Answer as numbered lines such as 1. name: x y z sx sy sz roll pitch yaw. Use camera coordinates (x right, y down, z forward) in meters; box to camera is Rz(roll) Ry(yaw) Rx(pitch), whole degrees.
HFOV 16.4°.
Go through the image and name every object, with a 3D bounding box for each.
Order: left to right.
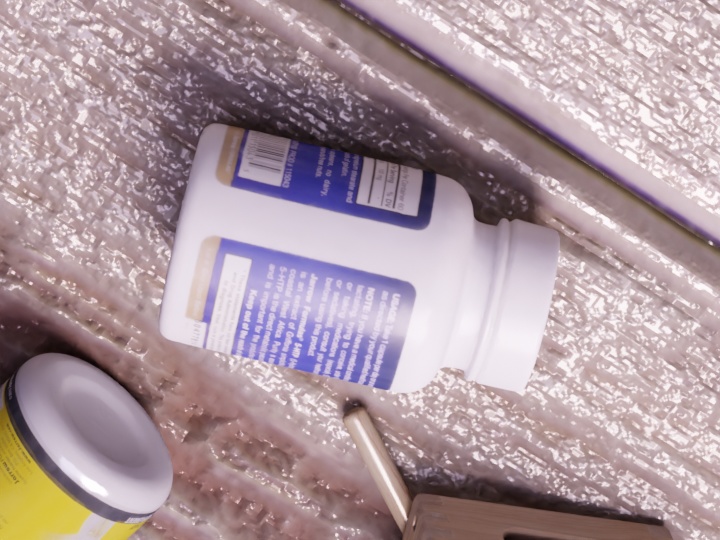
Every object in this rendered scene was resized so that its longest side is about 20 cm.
1. pill bottle: -0.208 0.149 1.419 0.112 0.112 0.200 41 110 -13
2. pill bottle: 0.000 0.000 1.337 0.199 0.120 0.120 14 114 -2
3. pounding toy: 0.074 0.203 1.428 0.199 0.142 0.185 9 115 -12
